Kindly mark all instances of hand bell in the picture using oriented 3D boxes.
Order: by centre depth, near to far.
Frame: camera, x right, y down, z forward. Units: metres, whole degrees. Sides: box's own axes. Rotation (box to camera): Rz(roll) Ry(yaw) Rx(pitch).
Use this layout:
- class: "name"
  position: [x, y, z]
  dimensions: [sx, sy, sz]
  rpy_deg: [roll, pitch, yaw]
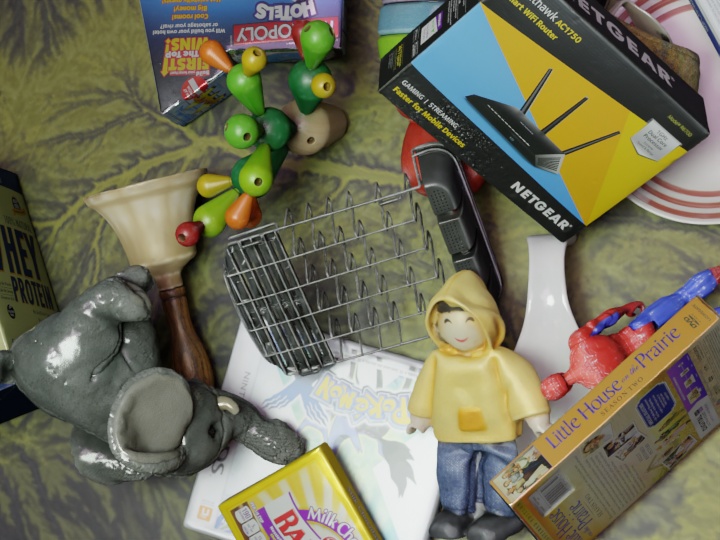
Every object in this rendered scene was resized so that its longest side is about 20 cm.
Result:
- class: "hand bell"
  position: [-0.150, 0.025, 1.425]
  dimensions: [0.104, 0.104, 0.201]
  rpy_deg: [-14, 93, 12]

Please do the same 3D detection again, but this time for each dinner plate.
- class: "dinner plate"
  position: [0.271, -0.134, 1.360]
  dimensions: [0.199, 0.024, 0.201]
  rpy_deg: [-2, 84, 14]

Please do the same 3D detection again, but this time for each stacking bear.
- class: "stacking bear"
  position: [0.070, -0.155, 1.369]
  dimensions: [0.113, 0.121, 0.201]
  rpy_deg: [-1, 94, -8]

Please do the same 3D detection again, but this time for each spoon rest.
- class: "spoon rest"
  position: [0.148, 0.068, 1.346]
  dimensions: [0.099, 0.061, 0.201]
  rpy_deg: [-5, 81, 13]

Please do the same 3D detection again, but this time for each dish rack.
- class: "dish rack"
  position: [0.000, 0.000, 1.346]
  dimensions: [0.199, 0.055, 0.154]
  rpy_deg: [-17, 122, 10]

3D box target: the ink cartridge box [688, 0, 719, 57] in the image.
- class: "ink cartridge box"
  position: [0.368, -0.193, 1.314]
  dimensions: [0.199, 0.043, 0.197]
  rpy_deg: [-26, 77, 3]

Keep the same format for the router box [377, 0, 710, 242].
- class: "router box"
  position: [0.134, -0.128, 1.278]
  dimensions: [0.200, 0.051, 0.149]
  rpy_deg: [36, 123, -24]

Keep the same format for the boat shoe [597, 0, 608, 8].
- class: "boat shoe"
  position: [0.172, -0.267, 1.381]
  dimensions: [0.073, 0.063, 0.202]
  rpy_deg: [18, 89, 12]

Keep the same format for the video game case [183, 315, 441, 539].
- class: "video game case"
  position: [-0.026, 0.146, 1.399]
  dimensions: [0.199, 0.022, 0.183]
  rpy_deg: [15, 87, 15]

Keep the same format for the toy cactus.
- class: "toy cactus"
  position: [-0.070, -0.112, 1.368]
  dimensions: [0.102, 0.165, 0.201]
  rpy_deg: [29, 109, 20]

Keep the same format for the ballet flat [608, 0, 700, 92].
- class: "ballet flat"
  position: [0.175, -0.184, 1.313]
  dimensions: [0.199, 0.071, 0.071]
  rpy_deg: [30, 91, -17]

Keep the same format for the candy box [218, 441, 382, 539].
- class: "candy box"
  position: [-0.020, 0.245, 1.363]
  dimensions: [0.102, 0.026, 0.201]
  rpy_deg: [-31, 86, 14]

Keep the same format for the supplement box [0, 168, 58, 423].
- class: "supplement box"
  position: [-0.366, 0.036, 1.436]
  dimensions: [0.199, 0.134, 0.201]
  rpy_deg: [-21, 79, 10]

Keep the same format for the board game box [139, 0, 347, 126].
- class: "board game box"
  position: [-0.103, -0.222, 1.442]
  dimensions: [0.199, 0.062, 0.201]
  rpy_deg: [1, 84, 14]

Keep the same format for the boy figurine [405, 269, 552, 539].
- class: "boy figurine"
  position: [0.089, 0.101, 1.313]
  dimensions: [0.124, 0.064, 0.201]
  rpy_deg: [6, 105, 31]

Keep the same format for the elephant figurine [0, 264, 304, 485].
- class: "elephant figurine"
  position: [-0.164, 0.108, 1.338]
  dimensions: [0.155, 0.142, 0.201]
  rpy_deg: [-33, 91, 10]

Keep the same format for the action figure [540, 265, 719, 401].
- class: "action figure"
  position: [0.219, 0.048, 1.305]
  dimensions: [0.199, 0.052, 0.066]
  rpy_deg: [-25, 80, -19]

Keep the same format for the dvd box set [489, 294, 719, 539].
- class: "dvd box set"
  position: [0.194, 0.121, 1.274]
  dimensions: [0.200, 0.146, 0.029]
  rpy_deg: [-42, 56, -1]
